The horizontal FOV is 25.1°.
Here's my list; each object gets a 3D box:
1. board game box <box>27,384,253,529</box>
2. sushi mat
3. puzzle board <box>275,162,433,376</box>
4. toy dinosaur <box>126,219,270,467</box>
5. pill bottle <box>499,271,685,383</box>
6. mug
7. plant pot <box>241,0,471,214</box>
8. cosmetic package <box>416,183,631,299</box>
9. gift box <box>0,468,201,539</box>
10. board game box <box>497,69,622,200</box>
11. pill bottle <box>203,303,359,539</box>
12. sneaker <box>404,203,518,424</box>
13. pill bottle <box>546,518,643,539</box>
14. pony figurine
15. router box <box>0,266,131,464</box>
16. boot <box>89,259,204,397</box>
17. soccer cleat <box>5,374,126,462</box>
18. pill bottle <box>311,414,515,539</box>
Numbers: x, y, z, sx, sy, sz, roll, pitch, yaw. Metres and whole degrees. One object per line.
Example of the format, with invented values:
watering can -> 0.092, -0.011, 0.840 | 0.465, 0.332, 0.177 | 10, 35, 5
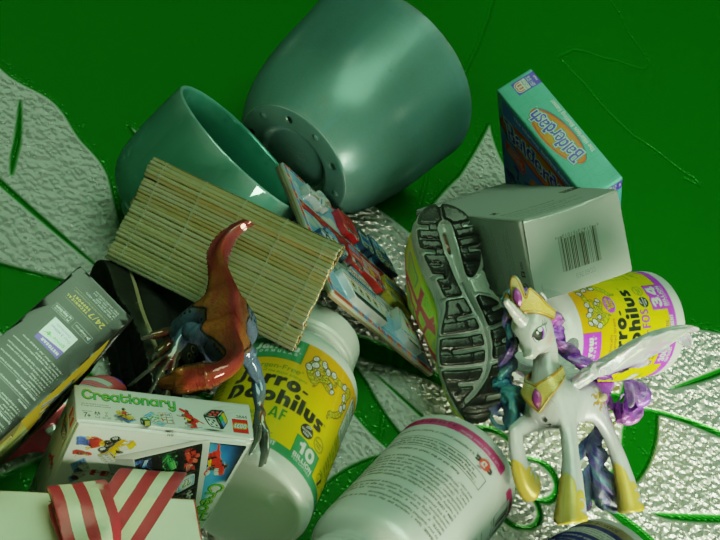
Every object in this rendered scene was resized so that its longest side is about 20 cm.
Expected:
board game box -> -0.169, 0.159, 1.157 | 0.126, 0.200, 0.035 | 9, 46, -23
sushi mat -> -0.115, -0.016, 1.335 | 0.199, 0.096, 0.012 | 25, 3, 23
puzzle board -> 0.000, 0.000, 1.464 | 0.200, 0.017, 0.151 | 40, 22, -52
toy dinosaur -> -0.117, 0.044, 1.204 | 0.104, 0.181, 0.201 | 4, 82, -13
pill bottle -> 0.206, 0.059, 1.544 | 0.199, 0.104, 0.104 | -6, 52, -33
mug -> -0.133, -0.059, 1.444 | 0.185, 0.114, 0.152 | 48, 11, 3
plant pot -> -0.020, -0.146, 1.561 | 0.200, 0.201, 0.161 | 38, 54, 10
cosmetic package -> 0.149, -0.029, 1.519 | 0.112, 0.200, 0.082 | -18, 103, -26
gift box -> -0.181, 0.246, 1.075 | 0.199, 0.187, 0.185 | 1, 49, -27
board game box -> 0.200, -0.087, 1.623 | 0.045, 0.200, 0.152 | -31, 63, -8
pill bottle -> -0.066, 0.120, 1.322 | 0.112, 0.113, 0.200 | 28, 41, -2
sneaker -> 0.085, 0.045, 1.488 | 0.078, 0.090, 0.201 | -6, 76, -21
pill bottle -> 0.143, 0.280, 1.280 | 0.199, 0.116, 0.116 | -17, 59, -40
pony figurine -> 0.182, 0.105, 1.348 | 0.193, 0.166, 0.201 | 3, 76, -53
router box -> -0.250, 0.096, 1.100 | 0.052, 0.200, 0.157 | 45, 58, -1
boot -> -0.139, 0.071, 1.362 | 0.138, 0.078, 0.201 | 5, 48, -32
soccer cleat -> -0.270, 0.114, 1.249 | 0.200, 0.067, 0.077 | -25, 65, -39
pill bottle -> 0.032, 0.211, 1.287 | 0.113, 0.114, 0.200 | 38, 41, 10
